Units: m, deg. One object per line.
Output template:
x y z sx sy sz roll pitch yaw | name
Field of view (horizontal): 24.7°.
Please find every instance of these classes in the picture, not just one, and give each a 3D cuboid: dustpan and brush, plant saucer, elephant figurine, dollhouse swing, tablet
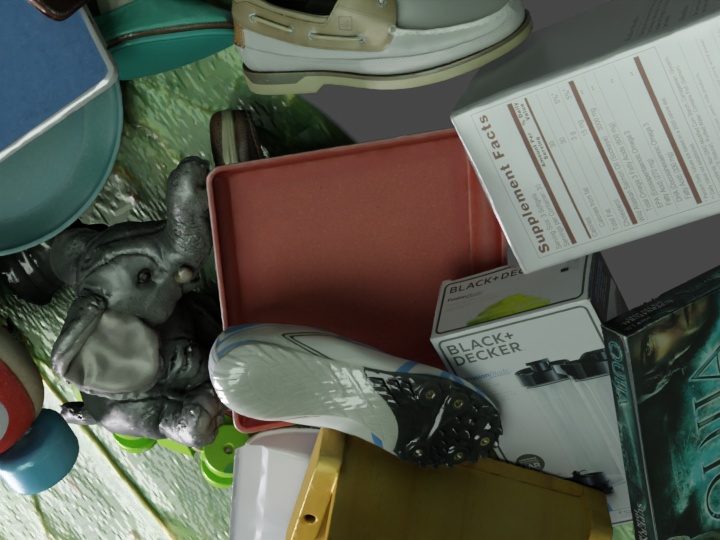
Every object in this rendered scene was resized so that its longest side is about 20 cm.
0.007 0.168 1.209 0.199 0.057 0.140 8 130 1 | dustpan and brush
-0.264 -0.107 1.132 0.199 0.036 0.201 1 86 -11 | plant saucer
-0.157 0.021 1.134 0.141 0.155 0.200 26 154 42 | elephant figurine
0.049 0.213 1.081 0.199 0.176 0.182 16 131 -3 | dollhouse swing
-0.259 -0.120 1.060 0.200 0.014 0.130 -33 71 11 | tablet
0.000 0.000 1.108 0.199 0.037 0.201 -10 119 -12 | plant saucer

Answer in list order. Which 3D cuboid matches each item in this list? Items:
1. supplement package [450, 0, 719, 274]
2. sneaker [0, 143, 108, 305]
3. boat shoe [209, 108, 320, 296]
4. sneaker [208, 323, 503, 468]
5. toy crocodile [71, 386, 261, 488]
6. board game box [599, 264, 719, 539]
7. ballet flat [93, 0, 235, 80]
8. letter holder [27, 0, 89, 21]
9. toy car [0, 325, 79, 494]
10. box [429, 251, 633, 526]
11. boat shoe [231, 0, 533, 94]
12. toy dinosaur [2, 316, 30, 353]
0.174 -0.098 0.989 0.199 0.117 0.118 -18 111 27 | supplement package
-0.253 -0.078 1.184 0.091 0.076 0.200 -31 101 9 | sneaker
-0.050 -0.023 1.146 0.074 0.075 0.203 -15 117 -4 | boat shoe
-0.001 0.075 1.072 0.199 0.073 0.072 16 114 -11 | sneaker
-0.131 0.118 1.253 0.199 0.062 0.068 22 162 5 | toy crocodile
0.230 0.100 1.080 0.028 0.135 0.201 29 138 55 | board game box
-0.180 -0.154 1.092 0.199 0.067 0.071 -21 78 -3 | ballet flat
-0.206 -0.271 1.010 0.200 0.142 0.100 46 122 -8 | letter holder
-0.331 0.116 1.125 0.176 0.200 0.185 8 138 41 | toy car
0.140 0.085 1.112 0.116 0.060 0.200 -14 124 24 | box
0.007 -0.158 1.039 0.199 0.075 0.069 -5 121 23 | boat shoe
-0.357 0.041 1.285 0.200 0.102 0.136 35 110 19 | toy dinosaur
